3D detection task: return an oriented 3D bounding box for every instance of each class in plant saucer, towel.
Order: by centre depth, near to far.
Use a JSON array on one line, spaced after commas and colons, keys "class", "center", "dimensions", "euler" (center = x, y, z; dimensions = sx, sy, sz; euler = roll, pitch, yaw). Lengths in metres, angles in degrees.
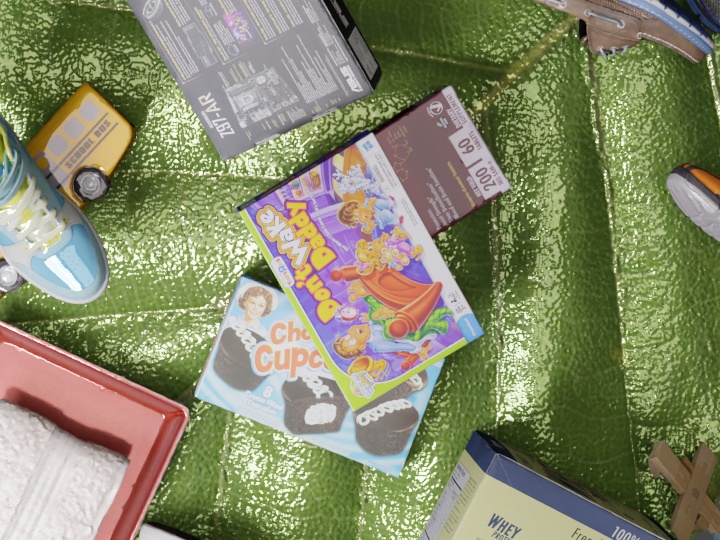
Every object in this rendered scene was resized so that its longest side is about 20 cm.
[{"class": "towel", "center": [-0.302, 0.226, 1.667], "dimensions": [0.132, 0.034, 0.201], "euler": [27, 91, -7]}, {"class": "plant saucer", "center": [-0.280, 0.171, 1.700], "dimensions": [0.198, 0.037, 0.201], "euler": [25, 92, -7]}]

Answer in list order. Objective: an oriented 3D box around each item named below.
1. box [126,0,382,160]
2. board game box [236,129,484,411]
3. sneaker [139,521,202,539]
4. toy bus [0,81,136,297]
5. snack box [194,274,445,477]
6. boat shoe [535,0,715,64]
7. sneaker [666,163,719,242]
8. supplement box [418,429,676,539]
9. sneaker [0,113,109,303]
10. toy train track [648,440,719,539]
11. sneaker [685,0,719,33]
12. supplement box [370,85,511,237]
[{"class": "box", "center": [-0.097, -0.212, 1.630], "dimensions": [0.159, 0.044, 0.201], "euler": [-23, 111, 24]}, {"class": "board game box", "center": [0.000, 0.000, 1.649], "dimensions": [0.134, 0.045, 0.201], "euler": [-31, 99, -2]}, {"class": "sneaker", "center": [-0.121, 0.298, 1.693], "dimensions": [0.199, 0.073, 0.085], "euler": [30, 87, 6]}, {"class": "toy bus", "center": [-0.277, -0.064, 1.668], "dimensions": [0.078, 0.065, 0.200], "euler": [43, 90, -6]}, {"class": "snack box", "center": [-0.037, 0.094, 1.716], "dimensions": [0.198, 0.037, 0.117], "euler": [22, 92, -6]}, {"class": "boat shoe", "center": [0.222, -0.231, 1.705], "dimensions": [0.199, 0.072, 0.073], "euler": [30, 107, -8]}, {"class": "sneaker", "center": [0.375, -0.065, 1.730], "dimensions": [0.199, 0.078, 0.113], "euler": [33, 87, -17]}, {"class": "supplement box", "center": [0.150, 0.281, 1.698], "dimensions": [0.199, 0.134, 0.201], "euler": [27, 92, -7]}, {"class": "sneaker", "center": [-0.284, -0.052, 1.571], "dimensions": [0.079, 0.131, 0.200], "euler": [-40, 94, -2]}, {"class": "toy train track", "center": [0.319, 0.238, 1.752], "dimensions": [0.032, 0.115, 0.200], "euler": [-25, 113, 41]}, {"class": "sneaker", "center": [0.316, -0.287, 1.692], "dimensions": [0.075, 0.078, 0.201], "euler": [-37, 97, -18]}, {"class": "supplement box", "center": [0.021, -0.067, 1.698], "dimensions": [0.199, 0.061, 0.109], "euler": [-33, 97, -1]}]
